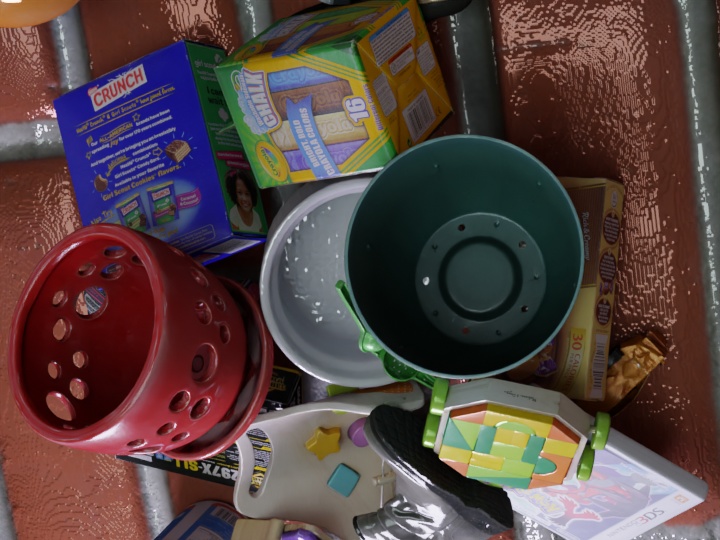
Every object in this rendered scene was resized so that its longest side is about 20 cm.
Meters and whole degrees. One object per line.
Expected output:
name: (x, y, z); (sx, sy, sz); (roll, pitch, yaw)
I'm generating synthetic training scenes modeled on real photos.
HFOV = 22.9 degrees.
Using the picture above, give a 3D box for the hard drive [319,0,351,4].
hard drive: (-0.041, -0.355, 1.601); (0.139, 0.033, 0.202); (32, 119, 48)

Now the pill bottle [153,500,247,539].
pill bottle: (-0.185, 0.327, 1.830); (0.111, 0.200, 0.113); (7, 110, 19)

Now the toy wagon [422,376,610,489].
toy wagon: (0.132, 0.154, 1.574); (0.154, 0.040, 0.200); (12, 149, 2)

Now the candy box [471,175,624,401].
candy box: (0.172, 0.014, 1.626); (0.116, 0.056, 0.202); (5, 89, 28)

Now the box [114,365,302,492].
box: (-0.158, 0.148, 1.801); (0.198, 0.050, 0.160); (12, 139, 11)

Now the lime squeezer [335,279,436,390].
lime squeezer: (0.028, 0.073, 1.606); (0.038, 0.071, 0.200); (-46, 115, 0)

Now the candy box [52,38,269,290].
candy box: (-0.194, -0.100, 1.729); (0.168, 0.077, 0.202); (-20, 80, 27)

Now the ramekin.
ramekin: (0.000, 0.000, 1.672); (0.199, 0.098, 0.202); (-2, 107, -7)

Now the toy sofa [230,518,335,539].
toy sofa: (-0.041, 0.320, 1.769); (0.097, 0.083, 0.200); (-3, 152, 41)

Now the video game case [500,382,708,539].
video game case: (0.194, 0.191, 1.662); (0.199, 0.023, 0.182); (30, 144, -12)

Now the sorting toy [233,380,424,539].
sorting toy: (-0.036, 0.179, 1.720); (0.179, 0.107, 0.201); (-7, 129, -10)

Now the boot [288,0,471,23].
boot: (0.036, -0.196, 1.650); (0.199, 0.077, 0.139); (-9, 108, 37)

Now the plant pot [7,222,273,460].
plant pot: (-0.194, 0.072, 1.628); (0.199, 0.182, 0.202); (-10, 73, 35)

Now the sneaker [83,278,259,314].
sneaker: (-0.196, 0.029, 1.800); (0.198, 0.081, 0.075); (-5, 110, 22)

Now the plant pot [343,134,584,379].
plant pot: (0.096, -0.001, 1.530); (0.199, 0.161, 0.202); (-1, 82, 9)

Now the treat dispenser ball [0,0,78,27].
treat dispenser ball: (-0.332, -0.329, 1.668); (0.199, 0.201, 0.203); (7, 110, 19)

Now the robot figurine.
robot figurine: (0.192, 0.108, 1.692); (0.145, 0.058, 0.200); (46, 116, 2)

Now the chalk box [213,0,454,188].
chalk box: (-0.040, -0.159, 1.594); (0.199, 0.124, 0.125); (-5, 116, 33)

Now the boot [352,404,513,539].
boot: (0.040, 0.217, 1.664); (0.130, 0.068, 0.200); (-33, 124, 26)
